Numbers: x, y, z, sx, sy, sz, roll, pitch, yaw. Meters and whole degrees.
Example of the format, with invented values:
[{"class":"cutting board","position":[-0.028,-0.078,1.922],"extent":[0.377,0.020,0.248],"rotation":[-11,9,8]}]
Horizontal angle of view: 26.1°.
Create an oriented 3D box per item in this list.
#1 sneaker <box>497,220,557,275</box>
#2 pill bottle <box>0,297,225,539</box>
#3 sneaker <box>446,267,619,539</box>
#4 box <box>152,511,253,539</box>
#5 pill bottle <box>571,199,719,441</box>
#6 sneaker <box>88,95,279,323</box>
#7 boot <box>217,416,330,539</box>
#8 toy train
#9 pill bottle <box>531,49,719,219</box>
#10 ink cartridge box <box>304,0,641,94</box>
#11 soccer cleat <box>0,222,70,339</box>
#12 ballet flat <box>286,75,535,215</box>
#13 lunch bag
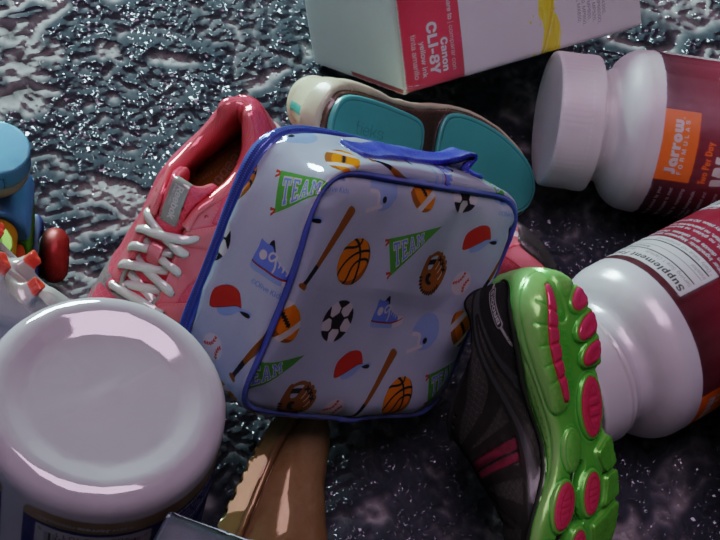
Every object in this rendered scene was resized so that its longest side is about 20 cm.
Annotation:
[{"class":"sneaker","position":[0.024,0.003,0.985],"extent":[0.197,0.074,0.088],"rotation":[12,61,7]},{"class":"pill bottle","position":[-0.135,0.115,0.770],"extent":[0.114,0.201,0.117],"rotation":[8,51,-10]},{"class":"sneaker","position":[0.094,0.099,0.878],"extent":[0.076,0.083,0.203],"rotation":[-2,91,-42]},{"class":"box","position":[-0.074,0.253,0.679],"extent":[0.123,0.198,0.201],"rotation":[21,51,6]},{"class":"pill bottle","position":[0.197,0.032,0.956],"extent":[0.198,0.114,0.113],"rotation":[-25,60,-26]},{"class":"sneaker","position":[-0.113,-0.021,0.920],"extent":[0.073,0.087,0.202],"rotation":[27,75,13]},{"class":"boot","position":[0.014,0.179,0.844],"extent":[0.198,0.066,0.176],"rotation":[24,56,5]},{"class":"toy train","position":[-0.214,0.022,0.882],"extent":[0.083,0.116,0.202],"rotation":[3,52,-7]},{"class":"pill bottle","position":[0.222,-0.090,1.058],"extent":[0.197,0.110,0.111],"rotation":[7,51,-6]},{"class":"ink cartridge box","position":[0.077,-0.197,1.091],"extent":[0.198,0.084,0.145],"rotation":[-19,23,-23]},{"class":"soccer cleat","position":[-0.168,0.053,0.839],"extent":[0.077,0.200,0.070],"rotation":[-36,35,11]},{"class":"ballet flat","position":[0.032,-0.082,1.023],"extent":[0.199,0.069,0.070],"rotation":[20,42,-39]},{"class":"lunch bag","position":[0.000,0.000,0.862],"extent":[0.075,0.162,0.199],"rotation":[30,16,35]}]
